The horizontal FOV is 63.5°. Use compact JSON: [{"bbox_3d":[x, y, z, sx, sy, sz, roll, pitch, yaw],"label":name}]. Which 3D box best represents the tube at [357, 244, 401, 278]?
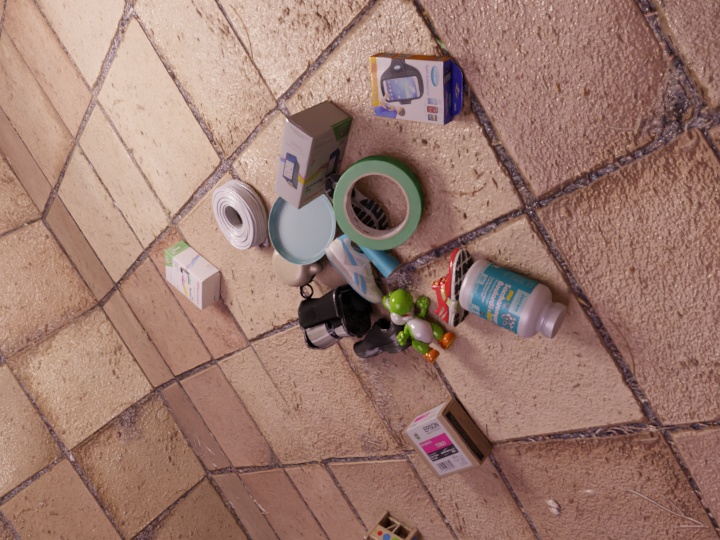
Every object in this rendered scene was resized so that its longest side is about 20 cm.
[{"bbox_3d":[0.013,-0.068,1.409,0.200,0.050,0.077,46,-177,8],"label":"tube"}]

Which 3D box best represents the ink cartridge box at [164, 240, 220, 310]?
[{"bbox_3d":[-0.586,0.018,2.029,0.199,0.084,0.146,35,136,21],"label":"ink cartridge box"}]

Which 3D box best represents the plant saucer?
[{"bbox_3d":[-0.147,-0.116,1.494,0.196,0.027,0.205,0,91,23],"label":"plant saucer"}]

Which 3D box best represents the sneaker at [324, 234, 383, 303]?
[{"bbox_3d":[0.000,0.000,1.450,0.200,0.080,0.077,48,-175,-20],"label":"sneaker"}]

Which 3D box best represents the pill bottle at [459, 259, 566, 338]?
[{"bbox_3d":[0.307,0.063,1.171,0.198,0.110,0.113,25,132,30],"label":"pill bottle"}]

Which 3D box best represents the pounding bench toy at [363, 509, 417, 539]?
[{"bbox_3d":[0.091,0.932,1.903,0.154,0.199,0.126,15,127,37],"label":"pounding bench toy"}]

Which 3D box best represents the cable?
[{"bbox_3d":[-0.353,-0.160,1.692,0.198,0.069,0.203,32,135,25],"label":"cable"}]

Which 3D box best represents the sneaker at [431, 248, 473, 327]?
[{"bbox_3d":[0.196,0.036,1.291,0.084,0.076,0.203,29,133,33],"label":"sneaker"}]

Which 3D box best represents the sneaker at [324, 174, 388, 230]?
[{"bbox_3d":[-0.007,-0.147,1.375,0.201,0.078,0.090,49,177,-10],"label":"sneaker"}]

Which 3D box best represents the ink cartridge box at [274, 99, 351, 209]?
[{"bbox_3d":[-0.111,-0.263,1.329,0.087,0.145,0.202,37,136,16],"label":"ink cartridge box"}]

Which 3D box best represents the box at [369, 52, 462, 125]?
[{"bbox_3d":[0.107,-0.355,1.137,0.198,0.041,0.121,20,129,37],"label":"box"}]

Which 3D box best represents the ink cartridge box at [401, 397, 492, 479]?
[{"bbox_3d":[0.226,0.450,1.542,0.165,0.075,0.200,50,140,4],"label":"ink cartridge box"}]

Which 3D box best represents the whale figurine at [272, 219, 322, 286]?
[{"bbox_3d":[-0.151,-0.053,1.569,0.158,0.103,0.202,39,113,18],"label":"whale figurine"}]

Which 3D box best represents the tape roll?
[{"bbox_3d":[0.039,-0.147,1.274,0.196,0.048,0.204,5,115,11],"label":"tape roll"}]

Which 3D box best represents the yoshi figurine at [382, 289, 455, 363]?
[{"bbox_3d":[0.130,0.121,1.397,0.200,0.112,0.113,44,123,16],"label":"yoshi figurine"}]

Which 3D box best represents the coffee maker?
[{"bbox_3d":[-0.079,0.103,1.556,0.199,0.134,0.194,-27,96,49],"label":"coffee maker"}]

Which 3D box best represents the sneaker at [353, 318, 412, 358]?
[{"bbox_3d":[0.052,0.175,1.538,0.198,0.075,0.092,-19,93,42],"label":"sneaker"}]
